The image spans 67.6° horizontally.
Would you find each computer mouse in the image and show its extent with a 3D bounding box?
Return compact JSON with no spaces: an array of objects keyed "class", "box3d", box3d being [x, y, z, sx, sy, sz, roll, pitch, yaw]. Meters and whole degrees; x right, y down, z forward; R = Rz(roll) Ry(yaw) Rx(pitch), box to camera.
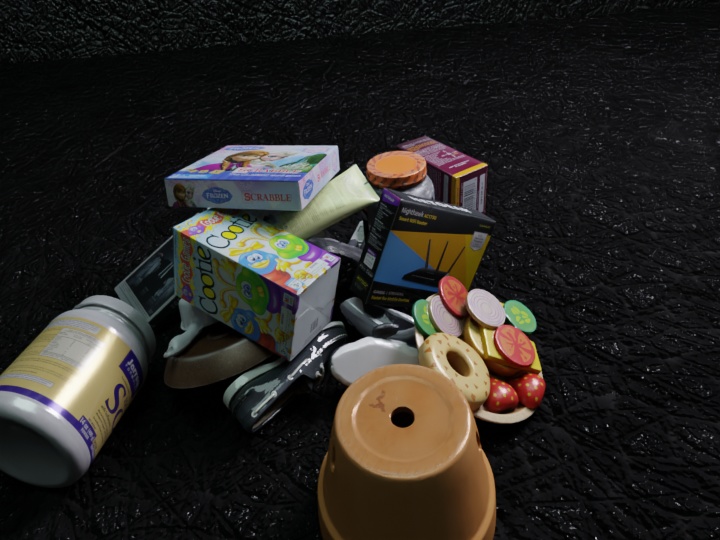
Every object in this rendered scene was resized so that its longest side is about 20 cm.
[{"class":"computer mouse","box3d":[0.001,0.073,0.782,0.194,0.111,0.045,18,65,18]}]

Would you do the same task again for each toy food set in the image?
[{"class":"toy food set","box3d":[0.153,0.097,0.688,0.194,0.049,0.202,16,44,-16]}]

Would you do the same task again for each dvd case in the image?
[{"class":"dvd case","box3d":[-0.317,0.000,0.918,0.200,0.025,0.149,-46,46,-12]}]

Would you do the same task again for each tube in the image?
[{"class":"tube","box3d":[-0.070,-0.082,0.796,0.196,0.059,0.052,-32,15,-9]}]

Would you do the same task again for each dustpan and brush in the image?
[{"class":"dustpan and brush","box3d":[-0.225,0.063,0.771,0.135,0.059,0.200,-14,9,20]}]

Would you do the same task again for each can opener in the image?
[{"class":"can opener","box3d":[-0.004,-0.050,0.965,0.051,0.069,0.202,5,36,16]}]

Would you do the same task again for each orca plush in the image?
[{"class":"orca plush","box3d":[0.050,0.116,0.725,0.193,0.109,0.071,-15,4,-10]}]

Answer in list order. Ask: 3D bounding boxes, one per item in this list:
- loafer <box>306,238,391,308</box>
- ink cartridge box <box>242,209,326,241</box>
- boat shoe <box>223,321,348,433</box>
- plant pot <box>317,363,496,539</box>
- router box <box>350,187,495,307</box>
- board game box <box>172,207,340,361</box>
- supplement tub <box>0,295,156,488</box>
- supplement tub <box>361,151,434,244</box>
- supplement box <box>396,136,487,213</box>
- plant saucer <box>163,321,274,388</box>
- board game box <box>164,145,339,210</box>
[{"class":"loafer","box3d":[0.000,0.000,0.818,0.197,0.069,0.071,25,16,-37]},{"class":"ink cartridge box","box3d":[-0.119,-0.051,0.872,0.195,0.069,0.116,28,-4,-4]},{"class":"boat shoe","box3d":[-0.084,0.140,0.714,0.197,0.077,0.060,-33,62,-29]},{"class":"plant pot","box3d":[0.045,0.197,0.550,0.192,0.144,0.203,-3,36,2]},{"class":"router box","box3d":[0.092,-0.023,0.777,0.195,0.154,0.051,5,22,-38]},{"class":"board game box","box3d":[-0.138,0.008,0.704,0.195,0.106,0.105,25,35,19]},{"class":"supplement tub","box3d":[-0.360,0.144,0.677,0.140,0.149,0.202,2,36,11]},{"class":"supplement tub","box3d":[0.062,-0.079,0.879,0.118,0.206,0.124,-3,33,2]},{"class":"supplement box","box3d":[0.159,-0.183,1.089,0.084,0.113,0.199,-21,38,-23]},{"class":"plant saucer","box3d":[-0.185,0.096,0.755,0.194,0.036,0.201,-18,15,5]},{"class":"board game box","box3d":[-0.147,-0.141,0.785,0.192,0.043,0.201,3,26,12]}]
